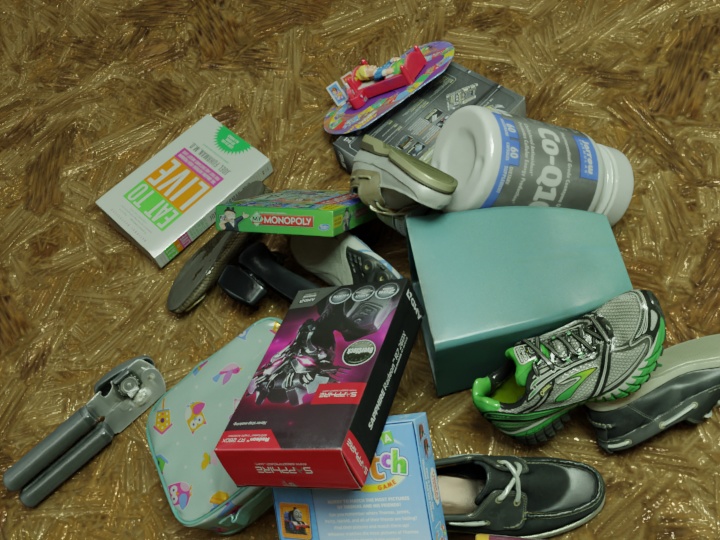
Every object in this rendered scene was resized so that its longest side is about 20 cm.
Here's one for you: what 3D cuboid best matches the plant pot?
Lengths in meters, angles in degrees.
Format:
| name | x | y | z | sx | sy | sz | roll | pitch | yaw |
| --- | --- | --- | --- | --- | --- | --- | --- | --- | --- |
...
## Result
| name | x | y | z | sx | sy | sz | roll | pitch | yaw |
| --- | --- | --- | --- | --- | --- | --- | --- | --- | --- |
| plant pot | 0.158 | 0.020 | 0.798 | 0.198 | 0.142 | 0.142 | -12 | 62 | 0 |

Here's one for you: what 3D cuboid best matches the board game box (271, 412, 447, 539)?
| name | x | y | z | sx | sy | sz | roll | pitch | yaw |
| --- | --- | --- | --- | --- | --- | --- | --- | --- | --- |
| board game box | 0.000 | 0.231 | 0.682 | 0.150 | 0.037 | 0.202 | -10 | 89 | 26 |

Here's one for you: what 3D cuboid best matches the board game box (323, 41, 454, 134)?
| name | x | y | z | sx | sy | sz | roll | pitch | yaw |
| --- | --- | --- | --- | --- | --- | --- | --- | --- | --- |
| board game box | 0.026 | -0.255 | 1.032 | 0.199 | 0.039 | 0.158 | -35 | 27 | 2 |

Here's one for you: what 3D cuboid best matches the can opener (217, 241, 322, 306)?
| name | x | y | z | sx | sy | sz | roll | pitch | yaw |
| --- | --- | --- | --- | --- | --- | --- | --- | --- | --- |
| can opener | -0.077 | 0.024 | 0.903 | 0.199 | 0.063 | 0.079 | 23 | 83 | 37 |

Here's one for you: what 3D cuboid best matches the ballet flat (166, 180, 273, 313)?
| name | x | y | z | sx | sy | sz | roll | pitch | yaw |
| --- | --- | --- | --- | --- | --- | --- | --- | --- | --- |
| ballet flat | -0.168 | -0.024 | 0.982 | 0.067 | 0.046 | 0.201 | 9 | 59 | 47 |

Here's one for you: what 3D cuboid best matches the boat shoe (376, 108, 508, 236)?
| name | x | y | z | sx | sy | sz | roll | pitch | yaw |
| --- | --- | --- | --- | --- | --- | --- | --- | --- | --- |
| boat shoe | 0.096 | -0.120 | 0.902 | 0.062 | 0.072 | 0.200 | 27 | 62 | 39 |

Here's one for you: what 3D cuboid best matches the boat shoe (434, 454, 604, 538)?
| name | x | y | z | sx | sy | sz | roll | pitch | yaw |
| --- | --- | --- | --- | --- | --- | --- | --- | --- | --- |
| boat shoe | 0.125 | 0.202 | 0.718 | 0.198 | 0.068 | 0.072 | -2 | 59 | 2 |

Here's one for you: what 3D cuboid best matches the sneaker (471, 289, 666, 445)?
| name | x | y | z | sx | sy | sz | roll | pitch | yaw |
| --- | --- | --- | --- | --- | --- | --- | --- | --- | --- |
| sneaker | 0.185 | 0.086 | 0.710 | 0.200 | 0.085 | 0.078 | -45 | 35 | 26 |

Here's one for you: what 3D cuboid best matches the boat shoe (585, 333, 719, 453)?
| name | x | y | z | sx | sy | sz | roll | pitch | yaw |
| --- | --- | --- | --- | --- | --- | --- | --- | --- | --- |
| boat shoe | 0.310 | 0.111 | 0.755 | 0.199 | 0.068 | 0.072 | -21 | 10 | -5 |

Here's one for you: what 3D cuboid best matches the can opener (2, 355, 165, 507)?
| name | x | y | z | sx | sy | sz | roll | pitch | yaw |
| --- | --- | --- | --- | --- | --- | --- | --- | --- | --- |
| can opener | -0.307 | 0.174 | 0.890 | 0.200 | 0.053 | 0.067 | -41 | 24 | -13 |

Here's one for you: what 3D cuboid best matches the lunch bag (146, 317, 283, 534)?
| name | x | y | z | sx | sy | sz | roll | pitch | yaw |
| --- | --- | --- | --- | --- | --- | --- | --- | --- | --- |
| lunch bag | -0.115 | 0.162 | 0.797 | 0.200 | 0.077 | 0.161 | -39 | 58 | 8 |

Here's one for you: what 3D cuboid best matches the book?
| name | x | y | z | sx | sy | sz | roll | pitch | yaw |
| --- | --- | --- | --- | --- | --- | --- | --- | --- | --- |
| book | -0.232 | -0.108 | 1.058 | 0.133 | 0.048 | 0.200 | 36 | 70 | 28 |

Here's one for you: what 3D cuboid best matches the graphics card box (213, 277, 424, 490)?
| name | x | y | z | sx | sy | sz | roll | pitch | yaw |
| --- | --- | --- | --- | --- | --- | --- | --- | --- | --- |
| graphics card box | -0.029 | 0.093 | 0.686 | 0.125 | 0.051 | 0.201 | -7 | 36 | 29 |

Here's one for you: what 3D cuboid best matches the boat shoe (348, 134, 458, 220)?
| name | x | y | z | sx | sy | sz | roll | pitch | yaw |
| --- | --- | --- | --- | --- | --- | --- | --- | --- | --- |
| boat shoe | 0.039 | -0.087 | 0.816 | 0.069 | 0.074 | 0.200 | -64 | 20 | 9 |

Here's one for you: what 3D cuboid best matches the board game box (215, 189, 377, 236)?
| name | x | y | z | sx | sy | sz | roll | pitch | yaw |
| --- | --- | --- | --- | --- | --- | --- | --- | --- | --- |
| board game box | -0.061 | -0.069 | 0.908 | 0.134 | 0.200 | 0.029 | 3 | 101 | 17 |

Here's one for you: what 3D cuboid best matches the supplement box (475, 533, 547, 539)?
| name | x | y | z | sx | sy | sz | roll | pitch | yaw |
| --- | --- | --- | --- | --- | --- | --- | --- | --- | --- |
| supplement box | 0.191 | 0.289 | 0.643 | 0.198 | 0.086 | 0.111 | 1 | 56 | 16 |

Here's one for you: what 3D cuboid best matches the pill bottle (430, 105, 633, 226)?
| name | x | y | z | sx | sy | sz | roll | pitch | yaw |
| --- | --- | --- | --- | --- | --- | --- | --- | --- | --- |
| pill bottle | 0.184 | -0.101 | 0.841 | 0.199 | 0.114 | 0.114 | 7 | 49 | -27 |

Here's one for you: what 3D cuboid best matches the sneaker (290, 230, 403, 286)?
| name | x | y | z | sx | sy | sz | roll | pitch | yaw |
| --- | --- | --- | --- | --- | --- | --- | --- | --- | --- |
| sneaker | 0.000 | 0.000 | 0.891 | 0.200 | 0.072 | 0.072 | 37 | 117 | 39 |

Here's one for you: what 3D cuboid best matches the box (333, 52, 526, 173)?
| name | x | y | z | sx | sy | sz | roll | pitch | yaw |
| --- | --- | --- | --- | --- | --- | --- | --- | --- | --- |
| box | 0.089 | -0.175 | 1.009 | 0.158 | 0.048 | 0.200 | 36 | 72 | 30 |
